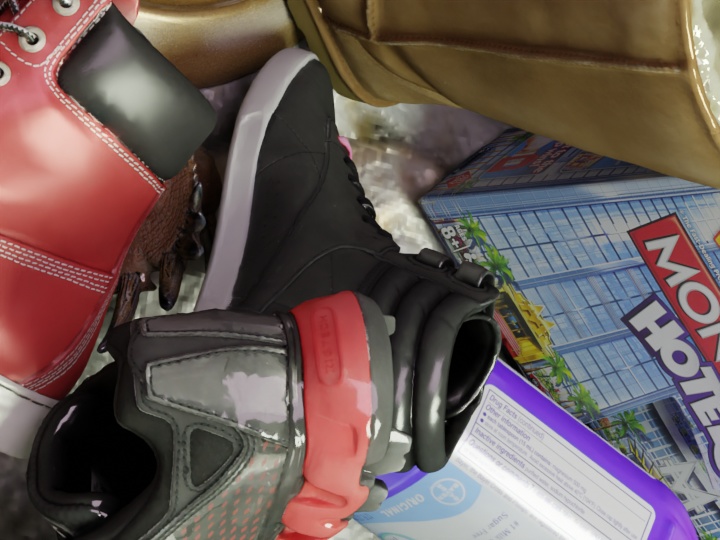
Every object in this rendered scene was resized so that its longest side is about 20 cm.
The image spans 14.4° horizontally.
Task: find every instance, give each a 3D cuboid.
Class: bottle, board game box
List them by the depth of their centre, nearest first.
[{"bbox_3d":[0.147,0.019,1.001,0.062,0.200,0.200,-38,99,-38],"label":"board game box"},{"bbox_3d":[0.074,0.099,1.016,0.200,0.083,0.065,38,56,-18],"label":"bottle"}]

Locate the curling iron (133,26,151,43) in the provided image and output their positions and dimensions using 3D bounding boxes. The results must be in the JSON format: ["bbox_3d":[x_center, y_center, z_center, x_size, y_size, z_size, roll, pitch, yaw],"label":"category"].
[{"bbox_3d":[-0.141,-0.065,0.850,0.200,0.026,0.050,11,109,-30],"label":"curling iron"}]

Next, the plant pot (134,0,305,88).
[{"bbox_3d":[-0.075,-0.164,1.016,0.200,0.027,0.201,6,78,-29],"label":"plant pot"}]

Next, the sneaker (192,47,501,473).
[{"bbox_3d":[0.000,0.000,0.956,0.099,0.071,0.200,4,42,4],"label":"sneaker"}]

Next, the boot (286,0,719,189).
[{"bbox_3d":[0.044,-0.111,0.940,0.066,0.200,0.175,-49,127,-20],"label":"boot"}]

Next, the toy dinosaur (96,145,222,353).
[{"bbox_3d":[-0.125,-0.012,0.932,0.200,0.086,0.136,-39,112,-21],"label":"toy dinosaur"}]

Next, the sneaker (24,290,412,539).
[{"bbox_3d":[-0.056,0.078,0.843,0.098,0.201,0.071,5,49,-16],"label":"sneaker"}]

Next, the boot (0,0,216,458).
[{"bbox_3d":[-0.141,-0.050,0.806,0.200,0.072,0.145,29,91,-32],"label":"boot"}]
